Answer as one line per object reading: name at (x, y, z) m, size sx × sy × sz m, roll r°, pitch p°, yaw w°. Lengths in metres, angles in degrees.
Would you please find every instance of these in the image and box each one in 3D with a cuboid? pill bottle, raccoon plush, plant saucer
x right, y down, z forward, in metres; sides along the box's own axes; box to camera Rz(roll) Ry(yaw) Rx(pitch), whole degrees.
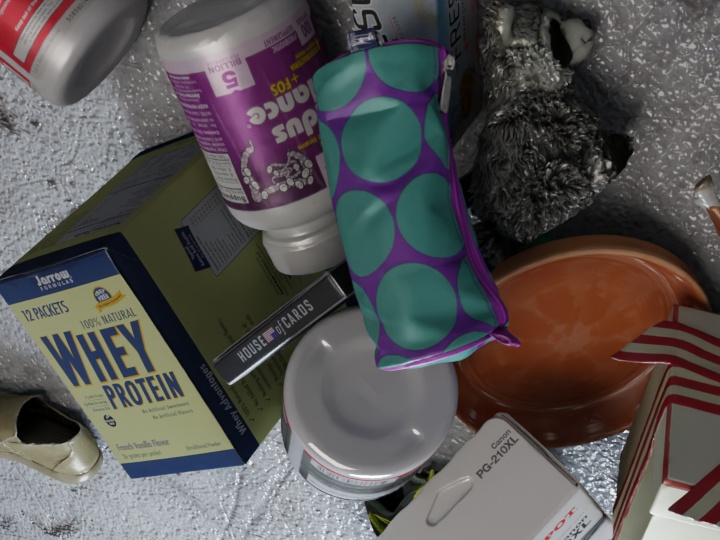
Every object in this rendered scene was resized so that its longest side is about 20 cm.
pill bottle at (-0.269, -0.226, 0.948) m, size 0.200 × 0.112 × 0.112 m, roll 39°, pitch 135°, yaw 0°
pill bottle at (-0.061, -0.101, 0.915) m, size 0.112 × 0.112 × 0.200 m, roll -4°, pitch 122°, yaw 34°
raccoon plush at (0.080, -0.081, 0.807) m, size 0.134 × 0.200 × 0.097 m, roll 48°, pitch 171°, yaw -8°
pill bottle at (0.000, 0.102, 0.891) m, size 0.114 × 0.114 × 0.200 m, roll 33°, pitch 164°, yaw 5°
plant saucer at (0.150, 0.051, 0.901) m, size 0.200 × 0.032 × 0.201 m, roll -4°, pitch 132°, yaw -4°

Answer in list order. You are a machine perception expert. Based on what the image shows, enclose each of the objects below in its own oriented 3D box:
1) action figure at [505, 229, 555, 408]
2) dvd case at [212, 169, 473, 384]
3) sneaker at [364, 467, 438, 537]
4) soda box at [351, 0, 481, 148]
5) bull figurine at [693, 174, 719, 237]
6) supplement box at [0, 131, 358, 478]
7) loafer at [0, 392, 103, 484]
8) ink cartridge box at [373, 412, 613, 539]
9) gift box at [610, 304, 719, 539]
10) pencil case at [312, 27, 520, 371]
action figure at (0.118, 0.049, 0.948) m, size 0.118 × 0.055 × 0.200 m, roll -24°, pitch 127°, yaw 9°
dvd case at (0.000, 0.000, 0.894) m, size 0.025 × 0.200 × 0.150 m, roll 53°, pitch 135°, yaw 1°
sneaker at (0.078, 0.215, 1.101) m, size 0.200 × 0.074 × 0.085 m, roll -17°, pitch 113°, yaw 39°
soda box at (0.036, -0.178, 0.823) m, size 0.063 × 0.068 × 0.200 m, roll 12°, pitch 130°, yaw 24°
bull figurine at (0.302, -0.055, 0.758) m, size 0.121 × 0.065 × 0.200 m, roll 46°, pitch 133°, yaw -2°
supplement box at (-0.135, 0.021, 0.994) m, size 0.134 × 0.200 × 0.200 m, roll -14°, pitch 115°, yaw 39°
loafer at (-0.367, 0.163, 1.346) m, size 0.199 × 0.076 × 0.068 m, roll 15°, pitch 131°, yaw 9°
ink cartridge box at (0.108, 0.208, 0.933) m, size 0.084 × 0.145 × 0.200 m, roll 42°, pitch 177°, yaw 33°
gift box at (0.252, 0.142, 0.838) m, size 0.199 × 0.185 × 0.187 m, roll 11°, pitch 132°, yaw 1°
pencil case at (0.031, -0.042, 0.764) m, size 0.092 × 0.085 × 0.201 m, roll -15°, pitch 85°, yaw 24°
